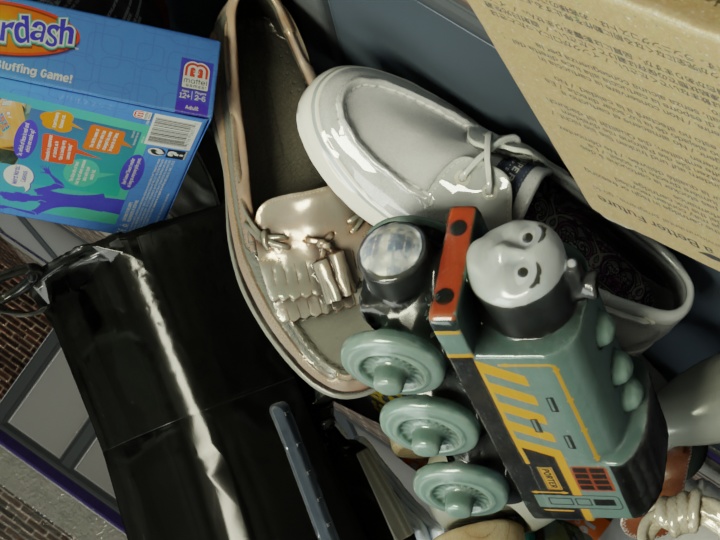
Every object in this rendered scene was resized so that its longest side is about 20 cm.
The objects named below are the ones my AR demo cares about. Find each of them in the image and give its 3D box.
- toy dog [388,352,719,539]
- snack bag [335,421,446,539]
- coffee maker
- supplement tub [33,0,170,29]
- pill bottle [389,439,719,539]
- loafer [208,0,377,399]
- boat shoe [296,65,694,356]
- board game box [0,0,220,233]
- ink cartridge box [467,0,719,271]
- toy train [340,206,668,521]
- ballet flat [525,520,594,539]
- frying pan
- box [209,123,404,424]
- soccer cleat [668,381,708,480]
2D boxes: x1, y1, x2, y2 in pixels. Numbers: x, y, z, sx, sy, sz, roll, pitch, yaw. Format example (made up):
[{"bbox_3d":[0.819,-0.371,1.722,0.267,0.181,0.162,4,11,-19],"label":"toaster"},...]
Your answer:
[{"bbox_3d":[0.114,0.099,0.943,0.198,0.133,0.096,2,170,19],"label":"toy dog"},{"bbox_3d":[0.024,0.161,1.088,0.200,0.021,0.190,44,163,53],"label":"snack bag"},{"bbox_3d":[-0.086,0.082,0.926,0.135,0.190,0.202,143,108,-73],"label":"coffee maker"},{"bbox_3d":[-0.174,-0.157,0.900,0.106,0.107,0.200,29,167,27],"label":"supplement tub"},{"bbox_3d":[0.126,0.120,1.139,0.199,0.113,0.113,34,169,4],"label":"pill bottle"},{"bbox_3d":[-0.032,-0.040,0.860,0.063,0.071,0.202,100,152,-69],"label":"loafer"},{"bbox_3d":[0.063,-0.030,0.829,0.200,0.072,0.068,40,153,-6],"label":"boat shoe"},{"bbox_3d":[-0.179,-0.078,0.889,0.198,0.045,0.152,10,156,-13],"label":"board game box"},{"bbox_3d":[0.136,-0.046,0.504,0.199,0.075,0.165,27,168,34],"label":"ink cartridge box"},{"bbox_3d":[0.067,0.044,0.814,0.113,0.086,0.201,-2,143,21],"label":"toy train"},{"bbox_3d":[0.103,0.174,1.058,0.070,0.070,0.200,14,168,-9],"label":"ballet flat"},{"bbox_3d":[-0.100,-0.042,1.044,0.115,0.031,0.191,35,152,40],"label":"frying pan"},{"bbox_3d":[0.000,0.000,1.015,0.158,0.048,0.201,22,141,49],"label":"box"},{"bbox_3d":[0.110,0.050,1.024,0.199,0.068,0.081,37,168,5],"label":"soccer cleat"}]
